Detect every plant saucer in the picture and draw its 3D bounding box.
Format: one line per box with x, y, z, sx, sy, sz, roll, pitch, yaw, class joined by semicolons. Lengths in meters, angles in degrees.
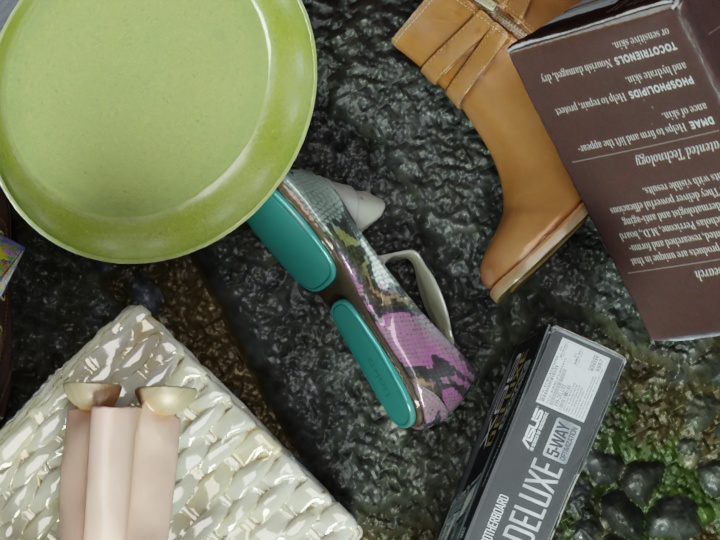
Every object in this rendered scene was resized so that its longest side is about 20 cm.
-0.120;-0.103;1.577;0.200;0.031;0.200;-10;115;-23;plant saucer

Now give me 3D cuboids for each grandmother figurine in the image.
-0.134;0.160;1.482;0.121;0.061;0.200;1;83;5;grandmother figurine

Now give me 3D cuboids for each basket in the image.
-0.130;0.149;1.591;0.198;0.161;0.200;45;85;0;basket

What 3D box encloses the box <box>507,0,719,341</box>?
0.224;-0.089;1.597;0.166;0.164;0.200;-35;102;-30;box

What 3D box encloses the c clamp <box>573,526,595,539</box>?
0.148;0.281;1.667;0.171;0.027;0.200;33;81;-5;c clamp

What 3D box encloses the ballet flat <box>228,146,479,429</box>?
0.000;0.000;1.668;0.071;0.069;0.200;-37;92;-25;ballet flat

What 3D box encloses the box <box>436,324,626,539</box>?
0.083;0.136;1.608;0.050;0.158;0.200;23;84;-2;box

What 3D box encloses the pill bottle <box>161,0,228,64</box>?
-0.164;-0.200;1.649;0.200;0.109;0.109;40;83;1;pill bottle

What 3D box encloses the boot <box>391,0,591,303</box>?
0.082;-0.094;1.677;0.155;0.074;0.200;34;71;-1;boot

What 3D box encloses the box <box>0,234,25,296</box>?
-0.319;0.033;1.535;0.200;0.122;0.193;28;98;-4;box

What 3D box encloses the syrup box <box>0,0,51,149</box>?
-0.246;-0.155;1.606;0.200;0.079;0.081;52;48;-13;syrup box

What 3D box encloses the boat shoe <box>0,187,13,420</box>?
-0.237;-0.002;1.643;0.070;0.070;0.200;-10;83;-2;boat shoe
